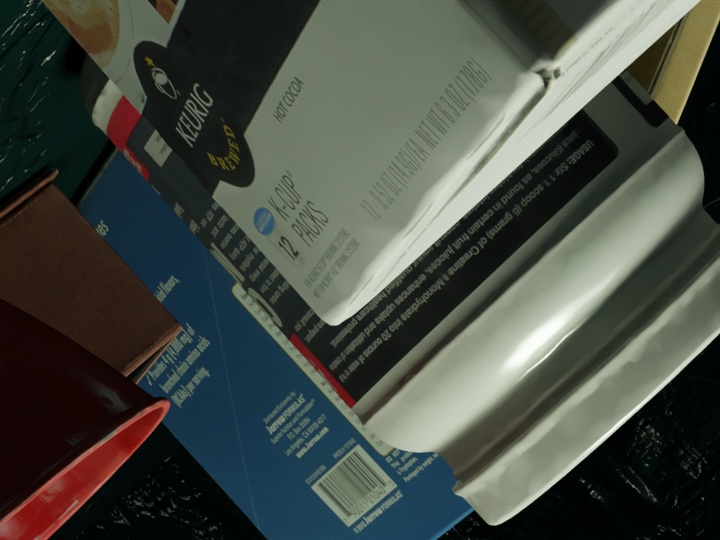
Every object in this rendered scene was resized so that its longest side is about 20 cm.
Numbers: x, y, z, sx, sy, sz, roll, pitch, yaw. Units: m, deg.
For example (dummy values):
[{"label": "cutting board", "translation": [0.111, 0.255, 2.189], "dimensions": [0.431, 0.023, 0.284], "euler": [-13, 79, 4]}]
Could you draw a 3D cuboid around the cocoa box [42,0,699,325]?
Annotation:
[{"label": "cocoa box", "translation": [0.034, -0.115, 0.443], "dimensions": [0.200, 0.131, 0.133], "euler": [-42, 177, -22]}]

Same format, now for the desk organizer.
[{"label": "desk organizer", "translation": [-0.162, 0.058, 0.860], "dimensions": [0.200, 0.077, 0.072], "euler": [-41, 177, -34]}]

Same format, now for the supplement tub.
[{"label": "supplement tub", "translation": [0.020, -0.033, 0.777], "dimensions": [0.140, 0.200, 0.140], "euler": [-42, 177, -3]}]

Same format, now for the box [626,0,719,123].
[{"label": "box", "translation": [0.113, -0.074, 1.114], "dimensions": [0.201, 0.021, 0.163], "euler": [-66, -168, -18]}]

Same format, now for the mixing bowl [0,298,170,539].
[{"label": "mixing bowl", "translation": [-0.161, 0.065, 0.667], "dimensions": [0.200, 0.108, 0.200], "euler": [-44, 177, -2]}]

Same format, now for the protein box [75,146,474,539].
[{"label": "protein box", "translation": [0.000, 0.000, 0.998], "dimensions": [0.135, 0.200, 0.199], "euler": [-41, 177, -34]}]
